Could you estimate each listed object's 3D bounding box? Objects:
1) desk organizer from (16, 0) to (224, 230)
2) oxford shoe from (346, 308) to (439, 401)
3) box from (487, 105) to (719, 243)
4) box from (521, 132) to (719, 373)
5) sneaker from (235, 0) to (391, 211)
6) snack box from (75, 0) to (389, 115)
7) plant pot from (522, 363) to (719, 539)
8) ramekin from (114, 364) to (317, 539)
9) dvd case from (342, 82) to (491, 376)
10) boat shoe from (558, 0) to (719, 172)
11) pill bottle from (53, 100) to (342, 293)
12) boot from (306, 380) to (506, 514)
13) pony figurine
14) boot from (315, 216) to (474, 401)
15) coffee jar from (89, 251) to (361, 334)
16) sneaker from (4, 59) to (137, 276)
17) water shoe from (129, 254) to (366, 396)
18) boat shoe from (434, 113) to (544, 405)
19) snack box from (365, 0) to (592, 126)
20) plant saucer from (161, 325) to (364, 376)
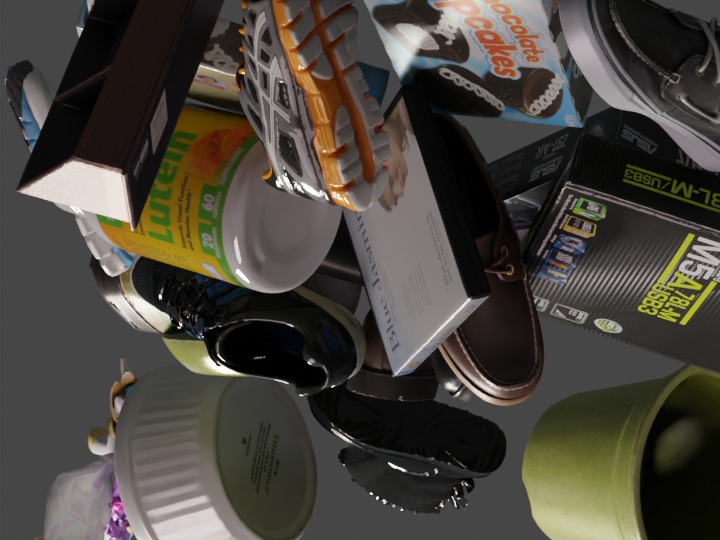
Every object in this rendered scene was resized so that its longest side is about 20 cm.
[{"bbox_3d":[-0.141,-0.134,1.318,0.077,0.200,0.072,15,155,6],"label":"desk organizer"},{"bbox_3d":[0.061,0.048,1.675,0.073,0.084,0.200,10,-173,24],"label":"oxford shoe"},{"bbox_3d":[0.173,-0.034,1.512,0.160,0.044,0.200,29,151,-26],"label":"box"},{"bbox_3d":[0.208,-0.003,1.450,0.193,0.048,0.200,20,155,-1],"label":"box"},{"bbox_3d":[-0.044,-0.128,1.335,0.077,0.078,0.200,1,113,34],"label":"sneaker"},{"bbox_3d":[-0.084,-0.133,1.440,0.200,0.037,0.116,17,172,-2],"label":"snack box"},{"bbox_3d":[0.233,0.163,1.736,0.200,0.200,0.184,31,162,-28],"label":"plant pot"},{"bbox_3d":[-0.120,0.174,1.940,0.094,0.202,0.202,-17,141,31],"label":"ramekin"},{"bbox_3d":[0.030,-0.022,1.426,0.018,0.143,0.200,-14,167,-17],"label":"dvd case"},{"bbox_3d":[0.195,-0.124,1.307,0.071,0.072,0.200,-17,149,36],"label":"boat shoe"},{"bbox_3d":[-0.120,-0.059,1.494,0.200,0.111,0.111,16,159,36],"label":"pill bottle"},{"bbox_3d":[0.023,0.152,1.949,0.198,0.073,0.162,22,157,-12],"label":"boot"},{"bbox_3d":[-0.218,0.198,2.057,0.166,0.193,0.200,-3,159,-11],"label":"pony figurine"},{"bbox_3d":[0.000,0.000,1.558,0.200,0.165,0.066,23,125,-13],"label":"boot"},{"bbox_3d":[-0.106,0.000,1.696,0.200,0.085,0.104,0,149,29],"label":"coffee jar"},{"bbox_3d":[-0.190,-0.088,1.610,0.087,0.075,0.200,-26,134,4],"label":"sneaker"},{"bbox_3d":[-0.093,0.029,1.588,0.200,0.079,0.072,20,115,23],"label":"water shoe"},{"bbox_3d":[0.071,-0.010,1.452,0.070,0.200,0.070,-18,163,-14],"label":"boat shoe"},{"bbox_3d":[0.064,-0.159,1.313,0.116,0.037,0.200,8,153,22],"label":"snack box"},{"bbox_3d":[-0.057,0.064,1.743,0.200,0.031,0.200,-1,-179,0],"label":"plant saucer"}]
